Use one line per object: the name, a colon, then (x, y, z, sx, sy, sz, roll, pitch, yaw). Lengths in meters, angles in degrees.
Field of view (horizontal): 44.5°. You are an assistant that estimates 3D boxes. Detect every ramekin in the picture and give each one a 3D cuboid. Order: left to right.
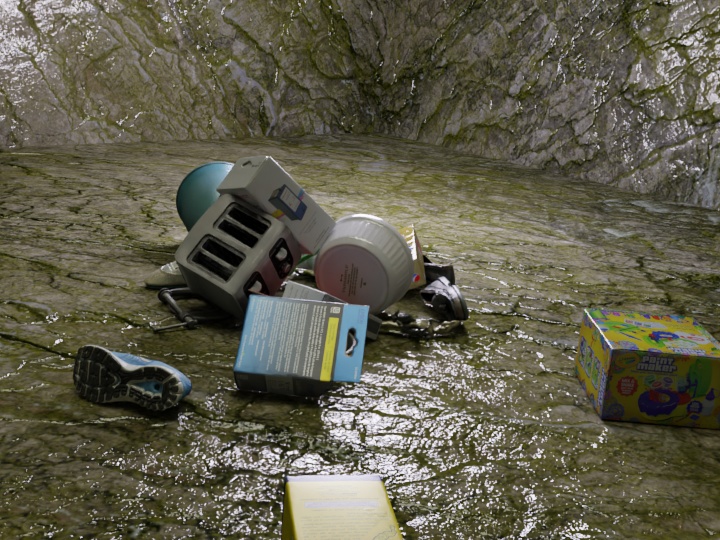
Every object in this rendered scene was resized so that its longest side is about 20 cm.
ramekin: (0.000, 0.000, 1.733, 0.199, 0.205, 0.094, 10, 29, 17)

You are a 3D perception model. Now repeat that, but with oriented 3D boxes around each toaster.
toaster: (-0.238, -0.028, 1.675, 0.198, 0.119, 0.182, 29, 67, 20)

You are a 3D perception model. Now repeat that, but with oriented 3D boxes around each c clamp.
c clamp: (-0.333, 0.066, 1.690, 0.168, 0.028, 0.200, -3, 19, -24)

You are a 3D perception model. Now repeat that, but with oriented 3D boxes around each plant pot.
plant pot: (-0.323, -0.123, 2.071, 0.197, 0.203, 0.189, -1, 33, -21)

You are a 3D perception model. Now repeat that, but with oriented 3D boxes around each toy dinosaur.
toy dinosaur: (0.091, 0.101, 1.651, 0.196, 0.048, 0.088, 10, -2, -3)

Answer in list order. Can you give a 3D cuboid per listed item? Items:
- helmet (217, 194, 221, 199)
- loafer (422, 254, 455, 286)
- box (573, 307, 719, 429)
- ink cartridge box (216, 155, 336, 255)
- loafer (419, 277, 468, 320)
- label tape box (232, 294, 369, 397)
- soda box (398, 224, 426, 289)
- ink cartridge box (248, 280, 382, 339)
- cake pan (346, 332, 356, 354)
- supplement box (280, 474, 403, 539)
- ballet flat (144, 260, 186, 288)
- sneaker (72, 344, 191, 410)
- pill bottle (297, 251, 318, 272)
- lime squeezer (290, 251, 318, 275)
helmet: (-0.219, -0.113, 1.890, 0.198, 0.201, 0.192, 15, 58, 31)
loafer: (0.153, -0.008, 2.016, 0.071, 0.064, 0.199, -4, 19, -33)
box: (0.479, 0.157, 1.455, 0.196, 0.124, 0.193, 5, 16, 0)
ink cartridge box: (-0.167, -0.126, 1.726, 0.088, 0.200, 0.145, -53, 28, -18)
loafer: (0.168, 0.065, 1.775, 0.062, 0.073, 0.200, -19, 12, -3)
label tape box: (-0.090, 0.122, 1.391, 0.196, 0.064, 0.146, 6, 54, 4)
soda box: (0.100, -0.028, 1.949, 0.067, 0.065, 0.201, -20, 22, 10)
ink cartridge box: (-0.079, 0.064, 1.604, 0.172, 0.044, 0.199, 19, -6, 36)
cake pan: (-0.106, 0.133, 1.515, 0.197, 0.037, 0.201, 5, 16, -1)
supplement box: (-0.017, 0.299, 0.859, 0.108, 0.111, 0.200, 2, 17, -10)
ballet flat: (-0.355, -0.001, 1.847, 0.197, 0.063, 0.067, -3, 18, -23)
sneaker: (-0.342, 0.165, 1.319, 0.197, 0.080, 0.090, 14, 0, 18)
pill bottle: (-0.049, -0.032, 1.949, 0.197, 0.116, 0.114, 12, 18, 24)
lime squeezer: (-0.167, 0.000, 1.876, 0.199, 0.038, 0.071, -33, -5, -29)
